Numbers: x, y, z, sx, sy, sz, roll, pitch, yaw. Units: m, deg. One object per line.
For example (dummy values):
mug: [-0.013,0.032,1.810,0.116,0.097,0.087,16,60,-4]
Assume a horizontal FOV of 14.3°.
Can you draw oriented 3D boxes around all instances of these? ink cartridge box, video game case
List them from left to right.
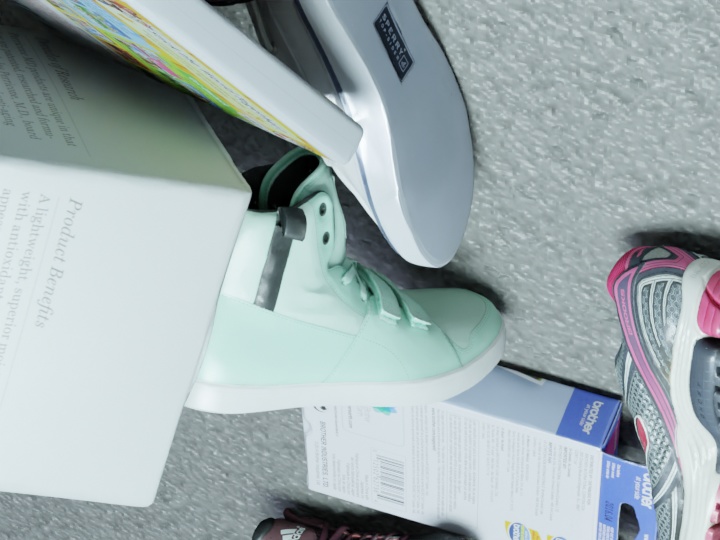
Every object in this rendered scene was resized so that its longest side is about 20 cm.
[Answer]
video game case: [-0.112,-0.116,1.216,0.182,0.023,0.200,26,175,30]
ink cartridge box: [0.066,0.097,1.514,0.200,0.042,0.119,18,144,16]

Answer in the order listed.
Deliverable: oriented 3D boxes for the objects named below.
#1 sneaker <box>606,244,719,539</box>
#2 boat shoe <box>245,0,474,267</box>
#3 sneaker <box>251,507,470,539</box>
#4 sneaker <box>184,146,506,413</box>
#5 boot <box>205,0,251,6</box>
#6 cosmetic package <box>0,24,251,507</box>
sneaker: [0.163,0.071,1.394,0.075,0.081,0.200,23,134,32]
boat shoe: [-0.004,-0.087,1.308,0.065,0.074,0.200,5,130,34]
sneaker: [-0.007,0.171,1.604,0.115,0.076,0.200,32,158,2]
sneaker: [0.000,0.000,1.368,0.074,0.200,0.118,31,117,44]
boot: [-0.047,-0.170,1.156,0.200,0.132,0.070,-34,72,39]
cosmetic package: [-0.181,-0.011,1.294,0.200,0.165,0.165,9,114,-25]
